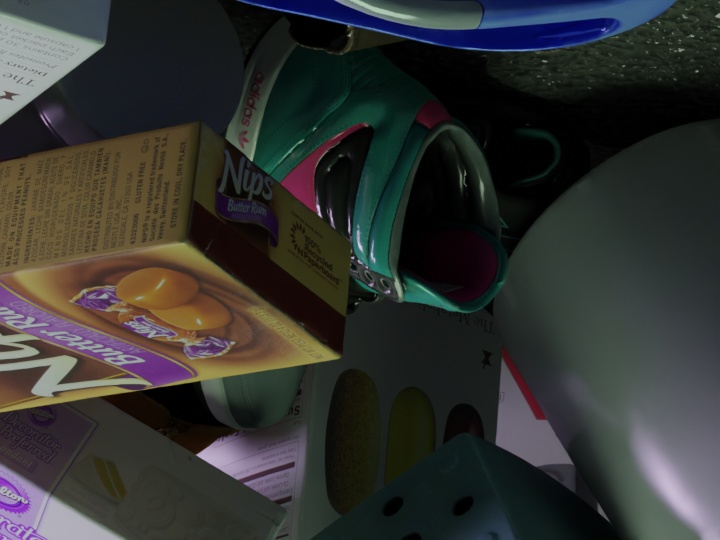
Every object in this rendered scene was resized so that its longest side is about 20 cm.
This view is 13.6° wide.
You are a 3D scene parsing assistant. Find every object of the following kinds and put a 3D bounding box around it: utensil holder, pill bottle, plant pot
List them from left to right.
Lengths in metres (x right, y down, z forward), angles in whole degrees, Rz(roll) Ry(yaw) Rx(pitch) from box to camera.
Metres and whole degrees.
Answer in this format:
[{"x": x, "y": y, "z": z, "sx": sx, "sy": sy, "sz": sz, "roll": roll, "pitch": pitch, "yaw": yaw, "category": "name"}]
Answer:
[{"x": -0.128, "y": -0.055, "z": 1.265, "sx": 0.112, "sy": 0.113, "sz": 0.200, "roll": 15, "pitch": 156, "yaw": -24, "category": "pill bottle"}, {"x": 0.073, "y": 0.177, "z": 1.315, "sx": 0.141, "sy": 0.142, "sz": 0.200, "roll": -35, "pitch": 122, "yaw": 6, "category": "plant pot"}, {"x": 0.170, "y": 0.059, "z": 1.302, "sx": 0.169, "sy": 0.200, "sz": 0.170, "roll": -22, "pitch": 146, "yaw": -16, "category": "utensil holder"}]

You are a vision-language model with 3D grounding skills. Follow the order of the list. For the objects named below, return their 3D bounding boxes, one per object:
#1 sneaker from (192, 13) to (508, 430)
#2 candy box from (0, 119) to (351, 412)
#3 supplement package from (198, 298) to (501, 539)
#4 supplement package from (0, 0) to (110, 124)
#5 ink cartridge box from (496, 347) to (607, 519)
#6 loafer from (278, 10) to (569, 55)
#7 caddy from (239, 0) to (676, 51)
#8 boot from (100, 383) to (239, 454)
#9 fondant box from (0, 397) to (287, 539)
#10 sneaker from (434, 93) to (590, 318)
[{"x": 0.000, "y": 0.000, "z": 1.270, "sx": 0.120, "sy": 0.084, "sz": 0.201, "roll": 29, "pitch": 126, "yaw": 27, "category": "sneaker"}, {"x": -0.118, "y": 0.004, "z": 1.188, "sx": 0.199, "sy": 0.057, "sz": 0.117, "roll": -9, "pitch": 152, "yaw": 30, "category": "candy box"}, {"x": -0.009, "y": 0.081, "z": 1.446, "sx": 0.113, "sy": 0.201, "sz": 0.109, "roll": 18, "pitch": 156, "yaw": -32, "category": "supplement package"}, {"x": -0.180, "y": -0.114, "z": 1.128, "sx": 0.113, "sy": 0.110, "sz": 0.200, "roll": 16, "pitch": 156, "yaw": -26, "category": "supplement package"}, {"x": 0.072, "y": 0.142, "z": 1.607, "sx": 0.147, "sy": 0.201, "sz": 0.086, "roll": 1, "pitch": 159, "yaw": 7, "category": "ink cartridge box"}, {"x": 0.000, "y": -0.111, "z": 1.150, "sx": 0.199, "sy": 0.072, "sz": 0.073, "roll": 12, "pitch": 158, "yaw": -18, "category": "loafer"}, {"x": 0.019, "y": -0.133, "z": 1.040, "sx": 0.199, "sy": 0.105, "sz": 0.141, "roll": 11, "pitch": 157, "yaw": -15, "category": "caddy"}, {"x": -0.151, "y": 0.044, "z": 1.369, "sx": 0.200, "sy": 0.071, "sz": 0.144, "roll": 13, "pitch": 163, "yaw": -24, "category": "boot"}, {"x": -0.127, "y": 0.136, "z": 1.355, "sx": 0.144, "sy": 0.058, "sz": 0.200, "roll": 31, "pitch": 144, "yaw": 3, "category": "fondant box"}, {"x": 0.075, "y": -0.025, "z": 1.354, "sx": 0.079, "sy": 0.076, "sz": 0.200, "roll": -14, "pitch": 152, "yaw": 36, "category": "sneaker"}]
